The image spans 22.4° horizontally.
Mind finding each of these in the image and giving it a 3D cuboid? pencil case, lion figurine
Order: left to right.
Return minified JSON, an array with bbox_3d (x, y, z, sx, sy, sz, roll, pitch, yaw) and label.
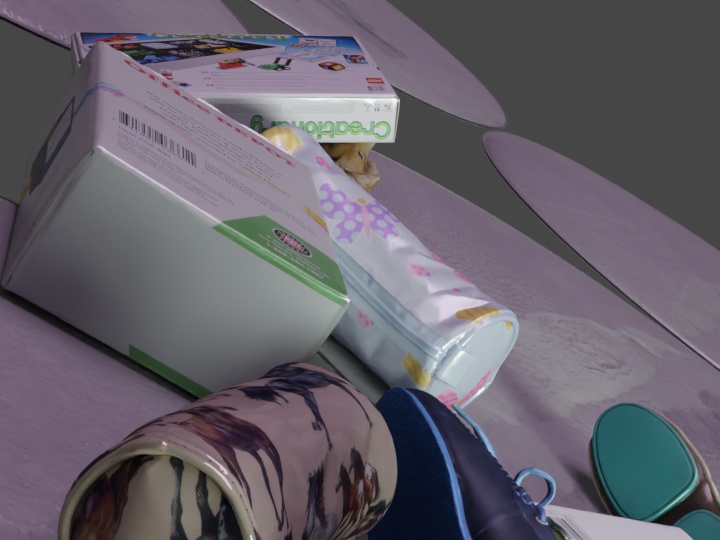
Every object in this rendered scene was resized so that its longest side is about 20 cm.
[{"bbox_3d":[-0.043,0.089,0.684,0.077,0.090,0.200,8,8,14],"label":"pencil case"},{"bbox_3d":[-0.075,-0.092,1.248,0.198,0.073,0.122,17,17,13],"label":"lion figurine"},{"bbox_3d":[0.000,0.000,1.060,0.200,0.083,0.091,42,-8,22],"label":"pencil case"}]

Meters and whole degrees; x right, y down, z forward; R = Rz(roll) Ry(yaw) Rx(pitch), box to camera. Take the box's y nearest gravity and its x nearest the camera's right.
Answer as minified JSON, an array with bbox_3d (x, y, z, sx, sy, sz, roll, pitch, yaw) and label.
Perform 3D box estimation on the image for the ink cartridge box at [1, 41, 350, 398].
[{"bbox_3d":[-0.094,-0.025,0.923,0.145,0.088,0.200,31,16,-17],"label":"ink cartridge box"}]

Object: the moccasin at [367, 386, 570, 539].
[{"bbox_3d":[0.058,0.135,0.787,0.068,0.081,0.201,7,40,-32],"label":"moccasin"}]

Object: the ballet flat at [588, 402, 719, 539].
[{"bbox_3d":[0.195,0.158,1.081,0.063,0.067,0.200,59,0,-38],"label":"ballet flat"}]

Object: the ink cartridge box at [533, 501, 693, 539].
[{"bbox_3d":[0.158,0.188,0.894,0.199,0.044,0.174,18,22,-51],"label":"ink cartridge box"}]

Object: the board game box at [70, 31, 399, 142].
[{"bbox_3d":[-0.085,-0.120,1.182,0.198,0.035,0.126,-1,25,-13],"label":"board game box"}]
